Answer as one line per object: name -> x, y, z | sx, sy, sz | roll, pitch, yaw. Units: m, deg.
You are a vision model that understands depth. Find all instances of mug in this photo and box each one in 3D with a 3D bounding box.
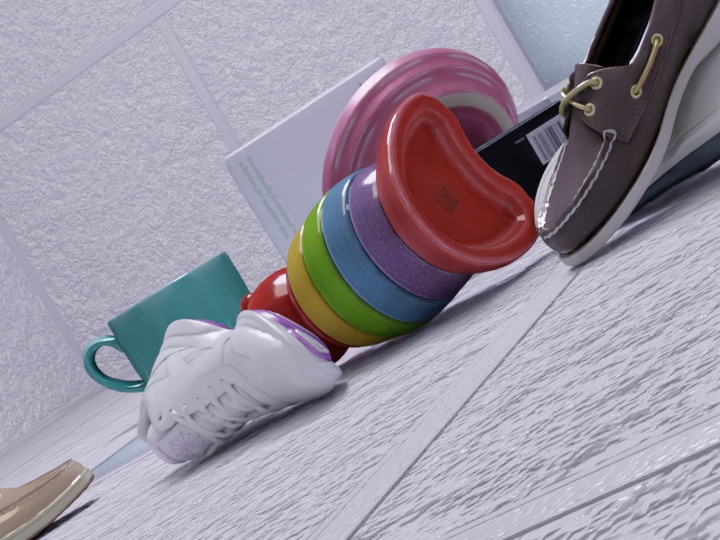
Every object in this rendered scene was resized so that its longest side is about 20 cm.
mug -> -0.196, 0.073, 1.689 | 0.185, 0.115, 0.152 | -30, 3, 34

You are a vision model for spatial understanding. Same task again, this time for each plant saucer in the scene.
plant saucer -> 0.063, -0.087, 1.307 | 0.200, 0.201, 0.051 | -32, 37, -18

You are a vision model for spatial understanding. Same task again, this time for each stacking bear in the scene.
stacking bear -> 0.000, 0.000, 0.997 | 0.200, 0.121, 0.114 | -40, 7, 38

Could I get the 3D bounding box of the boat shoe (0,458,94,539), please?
boat shoe -> -0.293, 0.189, 1.135 | 0.199, 0.065, 0.072 | -31, 3, 2

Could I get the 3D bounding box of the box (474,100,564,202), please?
box -> 0.072, -0.041, 1.202 | 0.199, 0.079, 0.141 | -32, 5, -18

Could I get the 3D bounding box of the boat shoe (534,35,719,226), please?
boat shoe -> 0.179, -0.066, 0.899 | 0.061, 0.073, 0.200 | 17, -33, -27

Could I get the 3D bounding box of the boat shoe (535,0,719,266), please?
boat shoe -> 0.143, -0.101, 0.838 | 0.201, 0.059, 0.072 | -62, 21, -5

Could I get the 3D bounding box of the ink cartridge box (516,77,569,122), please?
ink cartridge box -> 0.191, -0.132, 1.495 | 0.145, 0.084, 0.200 | -29, 3, 39

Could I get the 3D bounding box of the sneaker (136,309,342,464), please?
sneaker -> -0.079, 0.080, 0.958 | 0.200, 0.075, 0.100 | -12, 48, 59

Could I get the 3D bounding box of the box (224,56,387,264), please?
box -> -0.008, -0.086, 1.613 | 0.199, 0.200, 0.171 | -32, 3, 0
